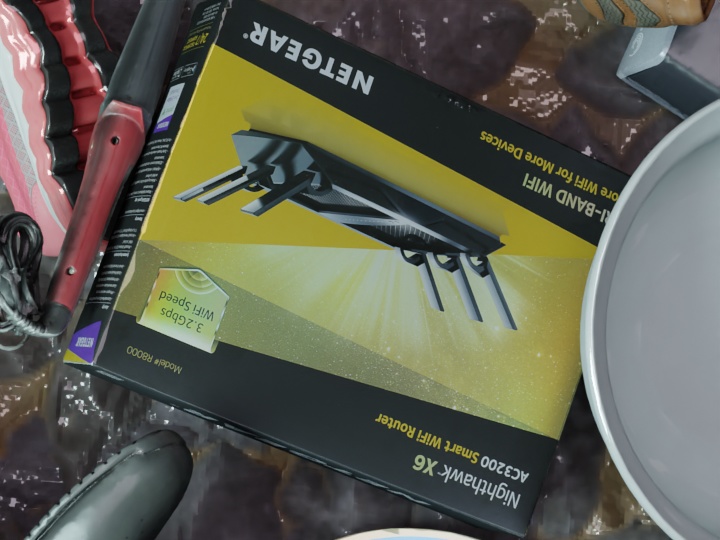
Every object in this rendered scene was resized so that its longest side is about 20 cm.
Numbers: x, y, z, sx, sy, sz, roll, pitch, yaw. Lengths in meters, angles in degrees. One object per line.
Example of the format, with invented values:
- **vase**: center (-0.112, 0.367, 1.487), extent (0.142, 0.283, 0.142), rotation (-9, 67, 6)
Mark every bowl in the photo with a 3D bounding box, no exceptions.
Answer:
- **bowl**: center (0.168, 0.029, 0.921), extent (0.199, 0.090, 0.203), rotation (2, 84, -16)

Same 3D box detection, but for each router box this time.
- **router box**: center (0.000, 0.000, 0.920), extent (0.199, 0.052, 0.158), rotation (22, 82, -19)

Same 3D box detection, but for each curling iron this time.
- **curling iron**: center (-0.102, -0.058, 0.894), extent (0.050, 0.025, 0.201), rotation (40, 59, -27)

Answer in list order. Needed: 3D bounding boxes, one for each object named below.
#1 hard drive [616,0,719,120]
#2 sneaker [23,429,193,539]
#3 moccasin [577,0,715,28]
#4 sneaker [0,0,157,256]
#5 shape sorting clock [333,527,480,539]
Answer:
- **hard drive**: center (0.214, -0.138, 0.981), extent (0.134, 0.042, 0.201), rotation (33, 83, 3)
- **sneaker**: center (-0.105, 0.156, 0.854), extent (0.088, 0.074, 0.201), rotation (36, 101, 17)
- **moccasin**: center (0.152, -0.193, 0.939), extent (0.077, 0.074, 0.203), rotation (13, 66, 29)
- **sneaker**: center (-0.144, -0.098, 0.945), extent (0.073, 0.087, 0.202), rotation (-13, 86, -38)
- **shape sorting clock**: center (0.020, 0.207, 0.931), extent (0.198, 0.039, 0.202), rotation (0, 82, -1)
